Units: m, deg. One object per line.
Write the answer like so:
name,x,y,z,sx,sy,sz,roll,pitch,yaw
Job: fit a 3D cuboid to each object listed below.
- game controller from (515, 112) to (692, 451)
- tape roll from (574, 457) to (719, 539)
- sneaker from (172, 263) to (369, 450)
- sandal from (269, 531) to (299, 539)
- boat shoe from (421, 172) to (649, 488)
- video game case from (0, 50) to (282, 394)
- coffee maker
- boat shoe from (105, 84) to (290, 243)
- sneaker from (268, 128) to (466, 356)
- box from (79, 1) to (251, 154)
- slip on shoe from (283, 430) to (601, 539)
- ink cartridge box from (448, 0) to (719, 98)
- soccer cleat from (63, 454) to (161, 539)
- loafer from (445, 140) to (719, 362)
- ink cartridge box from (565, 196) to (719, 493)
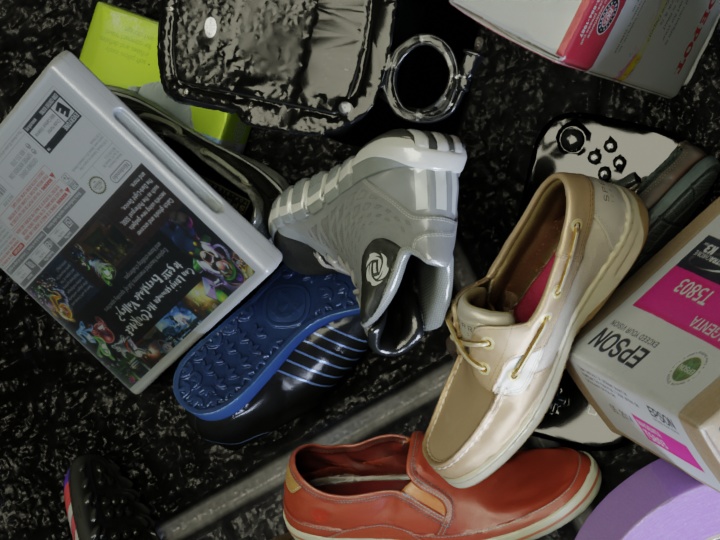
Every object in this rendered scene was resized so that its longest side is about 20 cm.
game controller,0.141,0.007,1.659,0.104,0.042,0.200,14,95,22
tape roll,0.216,0.202,1.559,0.200,0.066,0.200,-2,105,-7
sneaker,-0.028,0.037,1.718,0.200,0.078,0.070,-36,61,-4
sandal,-0.040,0.189,1.711,0.201,0.080,0.057,0,63,17
boat shoe,0.084,0.029,1.555,0.200,0.069,0.074,-60,36,8
video game case,-0.160,-0.026,1.696,0.182,0.023,0.200,44,141,-4
coffee maker,-0.002,-0.125,1.634,0.192,0.200,0.135,37,102,17
boat shoe,-0.136,-0.070,1.711,0.200,0.064,0.071,21,97,21
sneaker,0.000,0.000,1.591,0.200,0.075,0.116,143,128,-61
box,-0.144,-0.062,1.775,0.122,0.048,0.200,20,95,22
slip on shoe,0.047,0.130,1.663,0.200,0.074,0.061,-3,128,12
ink cartridge box,0.150,-0.188,1.575,0.083,0.200,0.146,29,99,23
soccer cleat,-0.162,0.220,1.769,0.073,0.068,0.200,-27,77,34
loafer,0.128,-0.006,1.614,0.063,0.072,0.200,43,101,17
ink cartridge box,0.222,0.036,1.518,0.165,0.200,0.075,-40,112,-8
